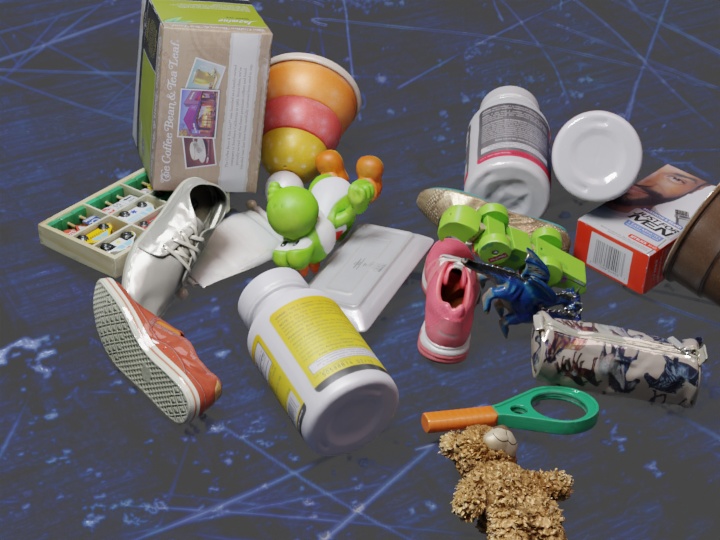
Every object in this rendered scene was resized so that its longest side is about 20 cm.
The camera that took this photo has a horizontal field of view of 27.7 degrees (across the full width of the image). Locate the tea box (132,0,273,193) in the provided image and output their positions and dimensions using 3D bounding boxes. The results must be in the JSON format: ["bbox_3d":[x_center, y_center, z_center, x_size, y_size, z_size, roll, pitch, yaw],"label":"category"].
[{"bbox_3d":[-0.196,-0.221,1.767,0.133,0.201,0.197,1,25,-16],"label":"tea box"}]

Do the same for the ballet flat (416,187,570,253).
[{"bbox_3d":[0.158,-0.047,1.790,0.199,0.071,0.066,16,54,11],"label":"ballet flat"}]

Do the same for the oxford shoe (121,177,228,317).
[{"bbox_3d":[-0.207,-0.027,1.635,0.057,0.075,0.201,-5,48,41],"label":"oxford shoe"}]

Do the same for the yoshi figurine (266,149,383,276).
[{"bbox_3d":[-0.049,-0.083,1.717,0.112,0.112,0.200,41,42,-5],"label":"yoshi figurine"}]

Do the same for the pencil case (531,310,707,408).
[{"bbox_3d":[0.283,0.097,1.629,0.198,0.090,0.078,10,40,0],"label":"pencil case"}]

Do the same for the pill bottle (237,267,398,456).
[{"bbox_3d":[-0.052,0.090,1.541,0.111,0.112,0.200,-14,46,-27],"label":"pill bottle"}]

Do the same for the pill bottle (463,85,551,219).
[{"bbox_3d":[0.191,-0.151,1.881,0.110,0.111,0.201,10,40,-1],"label":"pill bottle"}]

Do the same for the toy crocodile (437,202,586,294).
[{"bbox_3d":[0.183,-0.022,1.714,0.199,0.062,0.068,23,42,-22],"label":"toy crocodile"}]

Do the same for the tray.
[{"bbox_3d":[0.000,0.000,1.708,0.107,0.022,0.200,12,38,23],"label":"tray"}]

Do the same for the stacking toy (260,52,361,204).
[{"bbox_3d":[-0.083,-0.160,1.837,0.145,0.147,0.201,11,55,0],"label":"stacking toy"}]

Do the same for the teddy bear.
[{"bbox_3d":[0.153,0.228,1.461,0.144,0.067,0.201,7,40,-8],"label":"teddy bear"}]

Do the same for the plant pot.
[{"bbox_3d":[0.501,-0.007,1.735,0.198,0.201,0.200,42,48,21],"label":"plant pot"}]

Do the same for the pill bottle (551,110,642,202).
[{"bbox_3d":[0.297,-0.146,1.848,0.111,0.113,0.200,15,7,5],"label":"pill bottle"}]

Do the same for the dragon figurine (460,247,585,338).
[{"bbox_3d":[0.188,0.017,1.660,0.099,0.200,0.059,-25,42,16],"label":"dragon figurine"}]

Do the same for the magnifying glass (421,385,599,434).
[{"bbox_3d":[0.163,0.156,1.573,0.198,0.023,0.080,-2,25,-17],"label":"magnifying glass"}]

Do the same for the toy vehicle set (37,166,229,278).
[{"bbox_3d":[-0.263,-0.062,1.712,0.124,0.027,0.200,21,36,29],"label":"toy vehicle set"}]

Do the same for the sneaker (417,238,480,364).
[{"bbox_3d":[0.111,0.016,1.685,0.073,0.087,0.201,9,39,-2],"label":"sneaker"}]

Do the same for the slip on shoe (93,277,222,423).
[{"bbox_3d":[-0.219,0.081,1.547,0.061,0.074,0.200,-19,53,-42],"label":"slip on shoe"}]

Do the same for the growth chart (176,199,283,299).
[{"bbox_3d":[-0.174,-0.032,1.729,0.199,0.018,0.145,-19,48,-31],"label":"growth chart"}]

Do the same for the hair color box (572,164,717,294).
[{"bbox_3d":[0.372,-0.055,1.840,0.111,0.064,0.199,30,41,33],"label":"hair color box"}]
